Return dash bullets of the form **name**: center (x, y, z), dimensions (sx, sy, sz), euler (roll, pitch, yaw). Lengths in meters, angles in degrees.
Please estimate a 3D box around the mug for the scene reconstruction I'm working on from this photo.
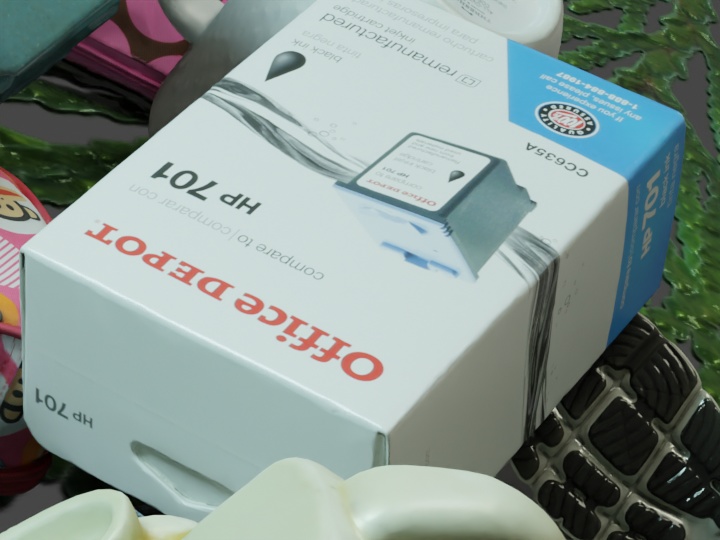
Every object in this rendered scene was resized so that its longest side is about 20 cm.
- **mug**: center (-0.012, -0.107, 1.141), dimensions (0.200, 0.175, 0.148), euler (43, 42, -3)

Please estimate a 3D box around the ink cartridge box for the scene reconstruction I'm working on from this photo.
- **ink cartridge box**: center (0.000, 0.000, 0.849), dimensions (0.146, 0.086, 0.200), euler (25, 43, 21)

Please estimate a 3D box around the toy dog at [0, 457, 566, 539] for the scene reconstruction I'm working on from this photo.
- **toy dog**: center (-0.012, 0.152, 0.690), dimensions (0.201, 0.193, 0.140), euler (58, -7, -31)

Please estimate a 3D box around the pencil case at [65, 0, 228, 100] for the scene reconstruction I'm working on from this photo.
- **pencil case**: center (-0.135, -0.139, 1.232), dimensions (0.199, 0.091, 0.094), euler (22, 42, -27)

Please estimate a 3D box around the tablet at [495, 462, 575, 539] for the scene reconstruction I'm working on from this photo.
- **tablet**: center (0.001, 0.050, 0.936), dimensions (0.199, 0.014, 0.130), euler (27, 24, -12)

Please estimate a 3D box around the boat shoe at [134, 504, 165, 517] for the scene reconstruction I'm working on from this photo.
- **boat shoe**: center (-0.088, 0.108, 0.810), dimensions (0.072, 0.068, 0.199), euler (44, 25, 28)

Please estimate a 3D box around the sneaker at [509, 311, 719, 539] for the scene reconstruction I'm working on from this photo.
- **sneaker**: center (0.118, 0.088, 0.942), dimensions (0.200, 0.077, 0.085), euler (49, 0, -2)

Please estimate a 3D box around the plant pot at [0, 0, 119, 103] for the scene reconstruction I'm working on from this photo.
- **plant pot**: center (-0.174, -0.167, 0.987), dimensions (0.197, 0.200, 0.200), euler (52, 22, -6)

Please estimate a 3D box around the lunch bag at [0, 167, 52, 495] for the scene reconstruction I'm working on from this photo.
- **lunch bag**: center (-0.200, -0.008, 0.885), dimensions (0.199, 0.082, 0.176), euler (15, 28, -35)
